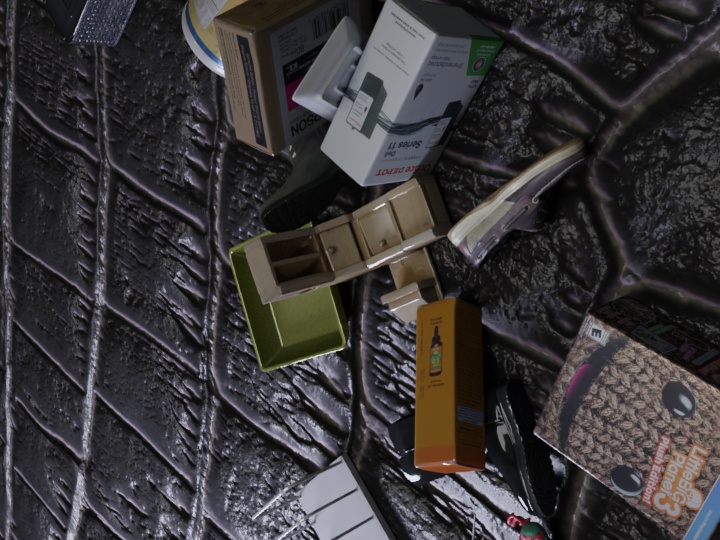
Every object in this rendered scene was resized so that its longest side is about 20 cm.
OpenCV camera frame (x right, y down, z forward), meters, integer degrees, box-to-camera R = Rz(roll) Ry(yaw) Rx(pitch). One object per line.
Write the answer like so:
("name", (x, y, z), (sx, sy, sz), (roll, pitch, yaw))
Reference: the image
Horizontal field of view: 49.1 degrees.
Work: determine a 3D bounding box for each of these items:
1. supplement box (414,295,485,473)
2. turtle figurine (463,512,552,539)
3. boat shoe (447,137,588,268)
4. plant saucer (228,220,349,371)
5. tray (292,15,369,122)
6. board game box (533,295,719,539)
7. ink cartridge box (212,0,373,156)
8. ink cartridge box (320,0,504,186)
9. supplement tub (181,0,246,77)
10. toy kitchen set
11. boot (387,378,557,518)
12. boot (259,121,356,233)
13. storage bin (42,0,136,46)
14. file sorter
("supplement box", (0.108, 0.138, 0.954), (0.066, 0.068, 0.202), (-18, 63, 43))
("turtle figurine", (0.208, 0.374, 0.937), (0.149, 0.100, 0.202), (7, 119, 56))
("boat shoe", (0.185, -0.073, 0.896), (0.200, 0.072, 0.065), (-39, 85, 36))
("plant saucer", (-0.100, 0.034, 1.183), (0.199, 0.048, 0.202), (-20, 85, 42))
("tray", (-0.007, -0.222, 0.939), (0.022, 0.200, 0.108), (37, 101, 16))
("board game box", (0.306, 0.149, 0.806), (0.199, 0.096, 0.161), (33, 119, 33))
("ink cartridge box", (-0.071, -0.263, 0.968), (0.075, 0.200, 0.166), (28, 143, 32))
("ink cartridge box", (0.059, -0.206, 0.929), (0.083, 0.146, 0.201), (45, 126, 24))
("supplement tub", (-0.139, -0.371, 1.076), (0.200, 0.144, 0.146), (-35, 75, 40))
("toy kitchen set", (0.000, 0.000, 0.998), (0.199, 0.180, 0.165), (-25, 82, 43))
("boot", (0.135, 0.242, 0.994), (0.199, 0.065, 0.166), (-27, 68, 36))
("boot", (-0.080, -0.144, 1.057), (0.131, 0.199, 0.068), (43, 159, 26))
("storage bin", (-0.466, -0.509, 1.380), (0.200, 0.093, 0.136), (-48, 66, 37))
("file sorter", (-0.047, 0.405, 1.156), (0.139, 0.124, 0.201), (-47, 68, 38))
